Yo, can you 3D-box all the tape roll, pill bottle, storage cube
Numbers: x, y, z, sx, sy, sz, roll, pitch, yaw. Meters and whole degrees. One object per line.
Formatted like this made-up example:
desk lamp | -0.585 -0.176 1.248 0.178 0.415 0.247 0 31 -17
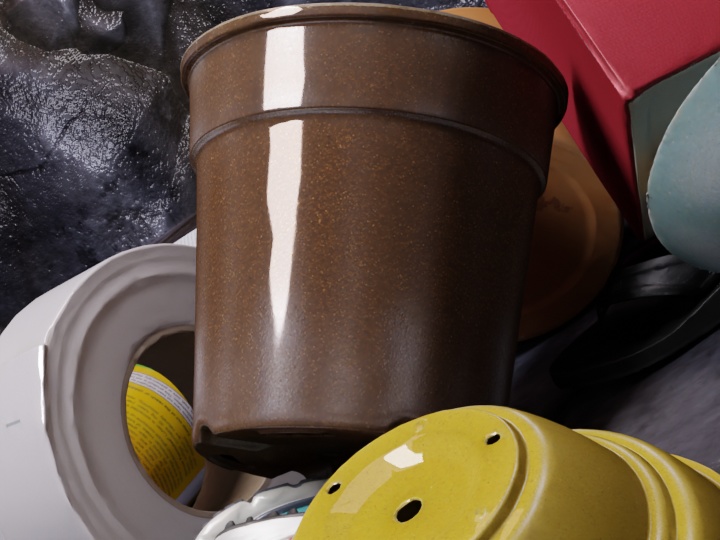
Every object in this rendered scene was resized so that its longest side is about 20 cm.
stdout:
tape roll | -0.106 0.089 0.942 0.071 0.203 0.202 -24 15 44
pill bottle | -0.179 0.149 1.156 0.111 0.111 0.200 -28 12 34
storage cube | 0.167 -0.152 0.888 0.171 0.180 0.200 -29 -25 -1

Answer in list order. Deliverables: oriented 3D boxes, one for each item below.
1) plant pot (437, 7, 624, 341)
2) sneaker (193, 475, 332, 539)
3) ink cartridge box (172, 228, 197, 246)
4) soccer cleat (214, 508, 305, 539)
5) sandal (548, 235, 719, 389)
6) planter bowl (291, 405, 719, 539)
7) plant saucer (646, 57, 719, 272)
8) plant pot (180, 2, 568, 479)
plant pot | 0.075 -0.046 1.068 0.200 0.200 0.140 -34 26 6
sneaker | -0.058 0.170 0.837 0.200 0.078 0.080 -29 45 -14
ink cartridge box | -0.077 0.028 1.255 0.200 0.041 0.200 -29 -31 24
soccer cleat | 0.026 0.133 0.748 0.200 0.073 0.068 -14 -26 24
sandal | 0.179 -0.005 0.893 0.200 0.048 0.075 -32 11 12
planter bowl | 0.035 0.108 0.604 0.200 0.084 0.200 -27 27 15
plant saucer | 0.224 -0.054 0.755 0.201 0.201 0.039 -33 54 11
plant pot | 0.000 0.000 0.864 0.200 0.200 0.199 -20 61 55
